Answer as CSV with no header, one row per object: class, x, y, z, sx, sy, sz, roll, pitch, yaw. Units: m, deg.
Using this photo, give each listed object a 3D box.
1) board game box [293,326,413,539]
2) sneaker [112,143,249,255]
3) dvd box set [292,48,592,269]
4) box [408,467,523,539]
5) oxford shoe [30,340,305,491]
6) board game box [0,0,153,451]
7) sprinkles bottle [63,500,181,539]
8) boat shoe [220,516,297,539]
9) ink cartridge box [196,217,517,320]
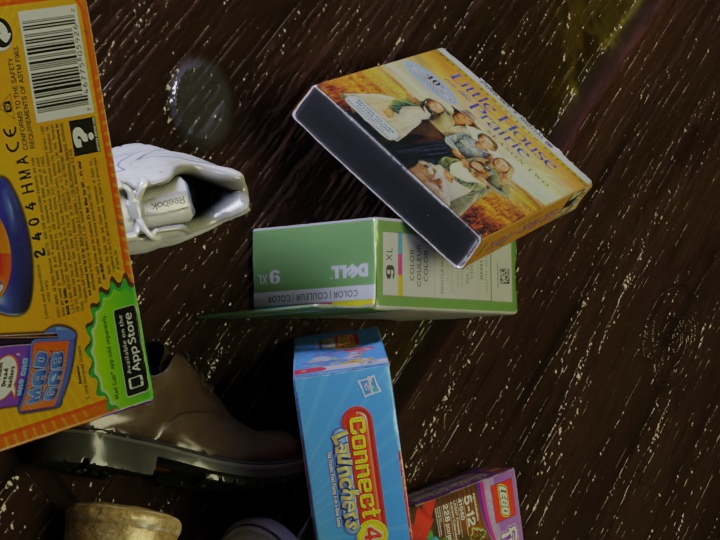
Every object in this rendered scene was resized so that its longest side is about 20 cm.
board game box,0.000,0.143,1.307,0.200,0.056,0.197,-108,-169,-85
sneaker,-0.145,-0.037,1.212,0.200,0.087,0.075,-22,106,-47
dvd box set,0.058,-0.077,1.404,0.146,0.029,0.200,44,27,12
box,0.064,0.245,1.478,0.137,0.039,0.201,-14,98,-50
oxford shoe,-0.101,0.085,1.268,0.200,0.072,0.085,19,69,-49
board game box,-0.247,-0.012,0.999,0.200,0.199,0.201,-16,100,-49
sprinkles bottle,-0.145,0.232,1.205,0.068,0.068,0.201,22,71,-47
boat shoe,-0.069,0.251,1.288,0.086,0.074,0.203,-12,103,-67
ink cartridge box,0.000,0.000,1.369,0.200,0.104,0.060,2,85,-50
